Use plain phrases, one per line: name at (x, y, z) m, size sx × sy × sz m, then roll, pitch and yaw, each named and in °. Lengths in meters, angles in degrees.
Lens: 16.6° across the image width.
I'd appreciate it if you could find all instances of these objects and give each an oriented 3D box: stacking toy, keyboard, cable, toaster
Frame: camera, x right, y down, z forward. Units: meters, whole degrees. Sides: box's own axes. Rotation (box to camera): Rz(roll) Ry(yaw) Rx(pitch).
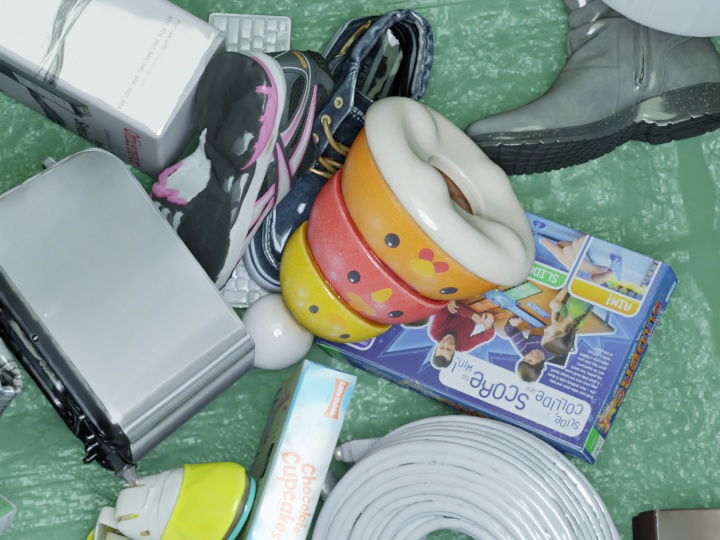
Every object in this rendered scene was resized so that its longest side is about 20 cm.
stacking toy at (0.000, 0.000, 1.575) m, size 0.200 × 0.146 × 0.146 m, roll -41°, pitch 87°, yaw 23°
keyboard at (-0.080, -0.074, 1.657) m, size 0.056 × 0.011 × 0.200 m, roll 4°, pitch 81°, yaw -4°
cable at (0.066, 0.191, 1.551) m, size 0.200 × 0.069 × 0.200 m, roll -19°, pitch 92°, yaw 29°
toaster at (-0.161, 0.032, 1.549) m, size 0.119 × 0.181 × 0.200 m, roll -36°, pitch 86°, yaw -11°

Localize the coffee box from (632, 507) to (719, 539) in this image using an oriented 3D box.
coffee box at (0.284, 0.211, 1.612) m, size 0.200 × 0.080 × 0.115 m, roll -2°, pitch 82°, yaw -5°

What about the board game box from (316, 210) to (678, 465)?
board game box at (0.088, 0.027, 1.603) m, size 0.200 × 0.034 × 0.136 m, roll 22°, pitch 79°, yaw 25°

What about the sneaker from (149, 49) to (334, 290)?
sneaker at (-0.067, -0.061, 1.575) m, size 0.086 × 0.200 × 0.080 m, roll -18°, pitch 61°, yaw -38°

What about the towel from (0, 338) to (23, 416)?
towel at (-0.290, 0.021, 1.542) m, size 0.035 × 0.193 × 0.200 m, roll -35°, pitch 87°, yaw -28°

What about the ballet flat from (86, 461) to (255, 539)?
ballet flat at (-0.126, 0.157, 1.525) m, size 0.067 × 0.200 × 0.067 m, roll 21°, pitch 67°, yaw -13°

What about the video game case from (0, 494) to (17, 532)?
video game case at (-0.340, 0.130, 1.511) m, size 0.200 × 0.182 × 0.022 m, roll 33°, pitch 121°, yaw 17°

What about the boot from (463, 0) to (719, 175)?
boot at (0.150, -0.143, 1.668) m, size 0.200 × 0.068 × 0.131 m, roll -13°, pitch 76°, yaw -12°

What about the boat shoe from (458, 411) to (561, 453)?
boat shoe at (0.119, 0.172, 1.612) m, size 0.072 × 0.076 × 0.200 m, roll -29°, pitch 76°, yaw -5°

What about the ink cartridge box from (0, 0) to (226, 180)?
ink cartridge box at (-0.192, -0.151, 1.587) m, size 0.200 × 0.146 × 0.084 m, roll 29°, pitch 81°, yaw 2°

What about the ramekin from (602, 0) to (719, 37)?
ramekin at (0.225, -0.251, 1.637) m, size 0.200 × 0.098 × 0.201 m, roll 4°, pitch 59°, yaw -7°

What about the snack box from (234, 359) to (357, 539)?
snack box at (-0.045, 0.124, 1.535) m, size 0.037 × 0.200 × 0.116 m, roll 18°, pitch 81°, yaw -3°

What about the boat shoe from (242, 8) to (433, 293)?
boat shoe at (-0.017, -0.082, 1.617) m, size 0.071 × 0.091 × 0.201 m, roll 25°, pitch 80°, yaw -15°
